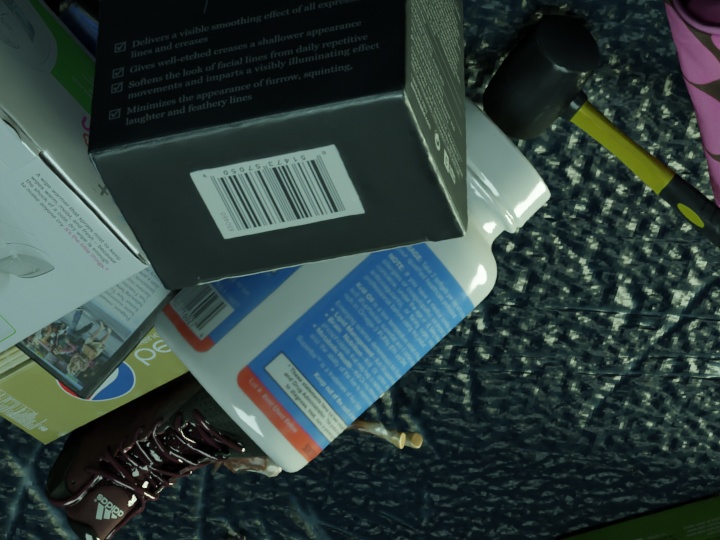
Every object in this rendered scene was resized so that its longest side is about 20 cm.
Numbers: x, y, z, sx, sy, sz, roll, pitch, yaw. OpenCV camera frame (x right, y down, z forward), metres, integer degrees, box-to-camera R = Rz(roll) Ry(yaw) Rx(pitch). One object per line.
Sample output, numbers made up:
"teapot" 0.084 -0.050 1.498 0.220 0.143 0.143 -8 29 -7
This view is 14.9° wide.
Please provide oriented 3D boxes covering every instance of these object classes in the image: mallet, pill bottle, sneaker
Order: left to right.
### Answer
"sneaker" -0.109 0.111 1.563 0.076 0.116 0.200 48 151 -22
"pill bottle" 0.000 0.000 1.430 0.200 0.112 0.112 -42 133 -2
"mallet" 0.155 -0.055 1.406 0.200 0.041 0.066 35 136 8

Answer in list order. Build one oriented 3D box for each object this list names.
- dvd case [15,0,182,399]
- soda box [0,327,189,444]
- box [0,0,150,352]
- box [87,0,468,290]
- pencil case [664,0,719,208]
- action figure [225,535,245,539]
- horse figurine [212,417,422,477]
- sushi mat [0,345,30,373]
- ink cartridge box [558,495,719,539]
"dvd case" -0.146 -0.035 1.453 0.143 0.018 0.200 39 123 -7
"soda box" -0.126 0.022 1.546 0.200 0.068 0.064 -26 134 29
"box" -0.219 -0.059 1.381 0.176 0.097 0.200 -30 113 30
"box" -0.035 -0.109 1.279 0.148 0.200 0.107 -10 141 14
"pencil case" 0.215 -0.087 1.397 0.093 0.091 0.200 -9 142 12
"action figure" -0.094 0.271 1.802 0.200 0.149 0.134 -12 135 36
"horse figurine" -0.041 0.065 1.604 0.132 0.050 0.200 9 152 17
"sushi mat" -0.182 -0.005 1.513 0.200 0.012 0.096 -27 94 29
"ink cartridge box" 0.232 0.239 1.807 0.148 0.076 0.200 -17 139 20
